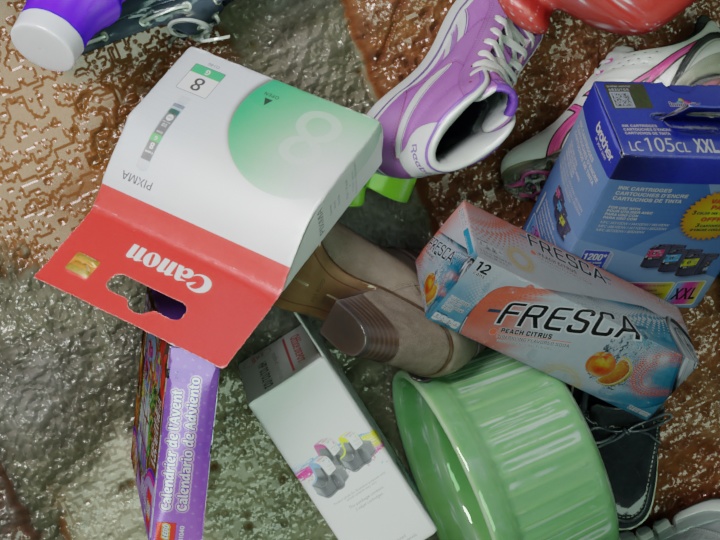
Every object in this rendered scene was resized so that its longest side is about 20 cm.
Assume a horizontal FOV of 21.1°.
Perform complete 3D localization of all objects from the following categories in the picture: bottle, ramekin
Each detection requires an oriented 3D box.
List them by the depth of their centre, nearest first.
[{"bbox_3d":[-0.170,-0.223,1.299,0.065,0.083,0.200,51,51,-40],"label":"bottle"},{"bbox_3d":[0.107,0.148,1.408,0.097,0.200,0.201,-22,104,-11],"label":"ramekin"}]

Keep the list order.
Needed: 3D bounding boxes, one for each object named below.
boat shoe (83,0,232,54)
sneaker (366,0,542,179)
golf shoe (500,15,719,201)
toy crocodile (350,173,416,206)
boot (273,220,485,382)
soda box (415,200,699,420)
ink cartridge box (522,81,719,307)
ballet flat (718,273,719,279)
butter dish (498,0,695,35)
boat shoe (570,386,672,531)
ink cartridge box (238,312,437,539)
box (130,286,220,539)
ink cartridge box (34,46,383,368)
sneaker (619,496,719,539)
[{"bbox_3d":[-0.133,-0.188,1.361,0.199,0.075,0.062,-13,101,-5],"label":"boat shoe"},{"bbox_3d":[0.095,-0.139,1.366,0.073,0.114,0.201,46,70,-26],"label":"sneaker"},{"bbox_3d":[0.193,-0.117,1.439,0.199,0.073,0.092,-24,62,8],"label":"golf shoe"},{"bbox_3d":[-0.052,-0.088,1.407,0.199,0.062,0.068,7,100,-6],"label":"toy crocodile"},{"bbox_3d":[0.000,0.000,1.367,0.070,0.146,0.200,-50,64,28],"label":"boot"},{"bbox_3d":[0.137,0.029,1.349,0.200,0.069,0.064,24,121,-24],"label":"soda box"},{"bbox_3d":[0.212,-0.062,1.376,0.136,0.077,0.200,0,139,-19],"label":"ink cartridge box"},{"bbox_3d":[0.311,0.027,1.478,0.073,0.073,0.201,-15,101,-6],"label":"ballet flat"},{"bbox_3d":[0.156,-0.227,1.334,0.199,0.200,0.148,43,93,-14],"label":"butter dish"},{"bbox_3d":[0.198,0.108,1.479,0.074,0.062,0.201,-4,103,-10],"label":"boat shoe"},{"bbox_3d":[-0.029,0.112,1.416,0.068,0.115,0.200,-32,103,0],"label":"ink cartridge box"},{"bbox_3d":[-0.131,0.096,1.353,0.039,0.200,0.137,4,100,-11],"label":"box"},{"bbox_3d":[-0.102,-0.049,1.288,0.161,0.050,0.200,24,56,22],"label":"ink cartridge box"},{"bbox_3d":[0.225,0.258,1.478,0.199,0.116,0.075,-25,137,-3],"label":"sneaker"}]
